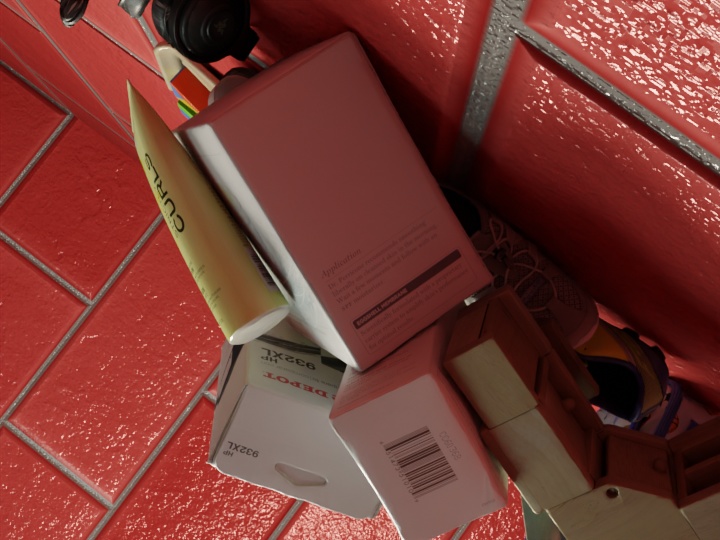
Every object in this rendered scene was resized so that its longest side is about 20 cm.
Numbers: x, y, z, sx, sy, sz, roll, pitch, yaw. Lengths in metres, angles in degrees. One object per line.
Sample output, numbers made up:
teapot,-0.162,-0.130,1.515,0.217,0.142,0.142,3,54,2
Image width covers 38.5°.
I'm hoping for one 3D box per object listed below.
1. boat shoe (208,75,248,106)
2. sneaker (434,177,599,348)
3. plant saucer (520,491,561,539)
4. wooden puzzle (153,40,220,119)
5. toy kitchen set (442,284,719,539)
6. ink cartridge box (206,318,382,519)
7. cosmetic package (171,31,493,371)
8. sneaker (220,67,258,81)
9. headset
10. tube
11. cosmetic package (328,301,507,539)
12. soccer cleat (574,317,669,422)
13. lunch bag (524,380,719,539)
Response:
boat shoe,-0.070,-0.078,0.910,0.200,0.072,0.066,48,145,-15
sneaker,0.100,-0.006,0.823,0.200,0.075,0.082,36,174,15
plant saucer,0.145,0.169,0.840,0.027,0.201,0.200,-7,162,10
wooden puzzle,-0.148,-0.164,1.167,0.200,0.046,0.185,37,173,-1
toy kitchen set,0.190,0.068,0.710,0.200,0.180,0.163,54,-156,-12
ink cartridge box,-0.044,0.103,0.883,0.145,0.084,0.200,21,-160,-12
cosmetic package,-0.032,-0.053,0.773,0.201,0.123,0.199,60,168,-14
sneaker,-0.101,-0.113,1.002,0.091,0.066,0.201,46,149,37
headset,-0.150,-0.195,0.757,0.123,0.094,0.200,35,-175,10
tube,-0.122,-0.041,0.752,0.052,0.058,0.201,-10,-115,-58
cosmetic package,0.050,0.090,0.751,0.113,0.081,0.200,60,-165,-12
soccer cleat,0.160,0.056,0.856,0.200,0.084,0.065,30,128,16
lunch bag,0.238,0.191,0.929,0.075,0.200,0.160,35,156,-4
